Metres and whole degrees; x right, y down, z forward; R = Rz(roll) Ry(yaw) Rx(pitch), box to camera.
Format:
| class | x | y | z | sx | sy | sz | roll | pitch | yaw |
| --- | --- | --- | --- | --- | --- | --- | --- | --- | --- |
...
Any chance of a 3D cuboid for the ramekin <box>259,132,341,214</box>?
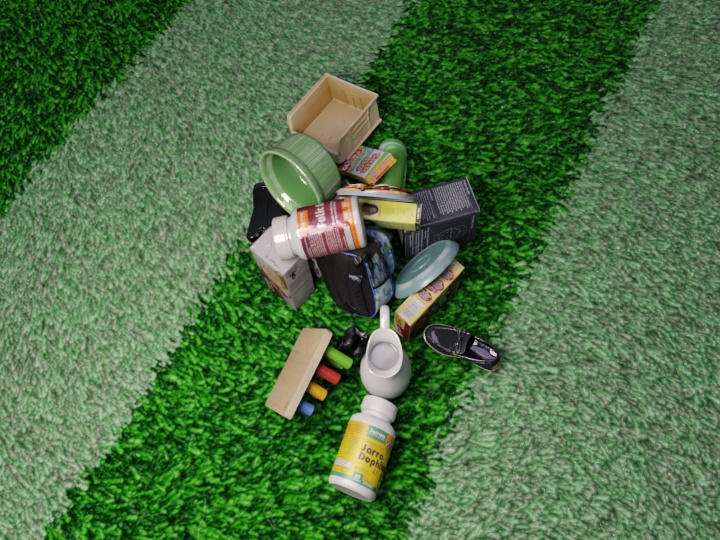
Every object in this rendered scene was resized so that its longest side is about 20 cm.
| class | x | y | z | sx | sy | sz | roll | pitch | yaw |
| --- | --- | --- | --- | --- | --- | --- | --- | --- | --- |
| ramekin | -0.137 | -0.223 | 1.503 | 0.198 | 0.202 | 0.098 | 34 | 62 | 20 |

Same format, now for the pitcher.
| class | x | y | z | sx | sy | sz | roll | pitch | yaw |
| --- | --- | --- | --- | --- | --- | --- | --- | --- | --- |
| pitcher | 0.057 | 0.190 | 1.436 | 0.117 | 0.201 | 0.176 | 2 | 63 | 6 |

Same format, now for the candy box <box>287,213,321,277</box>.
| class | x | y | z | sx | sy | sz | roll | pitch | yaw |
| --- | --- | --- | --- | --- | --- | --- | --- | --- | --- |
| candy box | -0.106 | -0.112 | 1.672 | 0.166 | 0.072 | 0.201 | -36 | 66 | -13 |

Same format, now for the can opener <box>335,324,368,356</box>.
| class | x | y | z | sx | sy | sz | roll | pitch | yaw |
| --- | --- | --- | --- | --- | --- | --- | --- | --- | --- |
| can opener | -0.013 | 0.172 | 1.463 | 0.063 | 0.200 | 0.079 | 36 | 86 | -4 |

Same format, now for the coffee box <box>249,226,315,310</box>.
| class | x | y | z | sx | sy | sz | roll | pitch | yaw |
| --- | --- | --- | --- | --- | --- | --- | --- | --- | --- |
| coffee box | -0.185 | -0.002 | 1.551 | 0.113 | 0.201 | 0.080 | 37 | 71 | 20 |

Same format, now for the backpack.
| class | x | y | z | sx | sy | sz | roll | pitch | yaw |
| --- | --- | --- | --- | --- | --- | --- | --- | --- | --- |
| backpack | 0.000 | 0.000 | 1.531 | 0.180 | 0.204 | 0.147 | 16 | 44 | 39 |

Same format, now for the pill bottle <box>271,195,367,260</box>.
| class | x | y | z | sx | sy | sz | roll | pitch | yaw |
| --- | --- | --- | --- | --- | --- | --- | --- | --- | --- |
| pill bottle | -0.090 | -0.089 | 1.407 | 0.194 | 0.115 | 0.117 | -12 | 63 | 4 |

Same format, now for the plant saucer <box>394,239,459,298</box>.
| class | x | y | z | sx | sy | sz | roll | pitch | yaw |
| --- | --- | --- | --- | --- | --- | --- | --- | --- | --- |
| plant saucer | 0.152 | -0.010 | 1.539 | 0.200 | 0.199 | 0.028 | -46 | 102 | -16 |

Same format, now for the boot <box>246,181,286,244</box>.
| class | x | y | z | sx | sy | sz | roll | pitch | yaw |
| --- | --- | --- | --- | --- | --- | --- | --- | --- | --- |
| boot | -0.190 | -0.147 | 1.613 | 0.194 | 0.077 | 0.172 | -5 | 60 | 7 |

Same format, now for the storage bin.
| class | x | y | z | sx | sy | sz | roll | pitch | yaw |
| --- | --- | --- | --- | --- | --- | --- | --- | --- | --- |
| storage bin | -0.075 | -0.428 | 1.796 | 0.197 | 0.094 | 0.200 | 29 | 69 | 27 |

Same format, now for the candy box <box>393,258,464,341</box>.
| class | x | y | z | sx | sy | sz | roll | pitch | yaw |
| --- | --- | --- | --- | --- | --- | --- | --- | --- | --- |
| candy box | 0.164 | 0.068 | 1.533 | 0.056 | 0.117 | 0.200 | 39 | 73 | 16 |

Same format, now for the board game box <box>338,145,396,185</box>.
| class | x | y | z | sx | sy | sz | roll | pitch | yaw |
| --- | --- | --- | --- | --- | --- | --- | --- | --- | --- |
| board game box | 0.016 | -0.283 | 1.701 | 0.096 | 0.030 | 0.199 | -46 | 32 | -7 |

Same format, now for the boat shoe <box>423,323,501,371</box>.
| class | x | y | z | sx | sy | sz | roll | pitch | yaw |
| --- | --- | --- | --- | --- | --- | --- | --- | --- | --- |
| boat shoe | 0.241 | 0.175 | 1.507 | 0.196 | 0.063 | 0.076 | 23 | 69 | 17 |

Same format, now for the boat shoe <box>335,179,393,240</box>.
| class | x | y | z | sx | sy | sz | roll | pitch | yaw |
| --- | --- | --- | --- | --- | --- | --- | --- | --- | --- |
| boat shoe | 0.021 | -0.156 | 1.632 | 0.198 | 0.074 | 0.068 | 39 | 97 | -16 |

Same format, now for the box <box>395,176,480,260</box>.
| class | x | y | z | sx | sy | sz | roll | pitch | yaw |
| --- | --- | --- | --- | --- | --- | --- | --- | --- | --- |
| box | 0.190 | -0.129 | 1.612 | 0.194 | 0.149 | 0.109 | -15 | 63 | -3 |

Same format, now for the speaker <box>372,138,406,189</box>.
| class | x | y | z | sx | sy | sz | roll | pitch | yaw |
| --- | --- | --- | --- | --- | --- | --- | --- | --- | --- |
| speaker | 0.078 | -0.252 | 1.718 | 0.086 | 0.089 | 0.205 | 5 | 64 | 7 |

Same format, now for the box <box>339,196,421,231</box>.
| class | x | y | z | sx | sy | sz | roll | pitch | yaw |
| --- | --- | --- | --- | --- | --- | --- | --- | --- | --- |
| box | 0.047 | -0.132 | 1.496 | 0.194 | 0.075 | 0.052 | 5 | 82 | 8 |

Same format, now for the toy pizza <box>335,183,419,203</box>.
| class | x | y | z | sx | sy | sz | roll | pitch | yaw |
| --- | --- | --- | --- | --- | --- | --- | --- | --- | --- |
| toy pizza | 0.040 | -0.180 | 1.471 | 0.194 | 0.200 | 0.033 | 6 | 93 | 7 |

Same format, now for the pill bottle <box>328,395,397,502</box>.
| class | x | y | z | sx | sy | sz | roll | pitch | yaw |
| --- | --- | --- | --- | --- | --- | --- | --- | --- | --- |
| pill bottle | 0.013 | 0.386 | 1.392 | 0.110 | 0.114 | 0.204 | 17 | 65 | 13 |

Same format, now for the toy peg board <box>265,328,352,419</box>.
| class | x | y | z | sx | sy | sz | roll | pitch | yaw |
| --- | --- | --- | --- | --- | --- | --- | --- | --- | --- |
| toy peg board | -0.111 | 0.245 | 1.442 | 0.096 | 0.199 | 0.203 | 30 | 76 | -15 |
